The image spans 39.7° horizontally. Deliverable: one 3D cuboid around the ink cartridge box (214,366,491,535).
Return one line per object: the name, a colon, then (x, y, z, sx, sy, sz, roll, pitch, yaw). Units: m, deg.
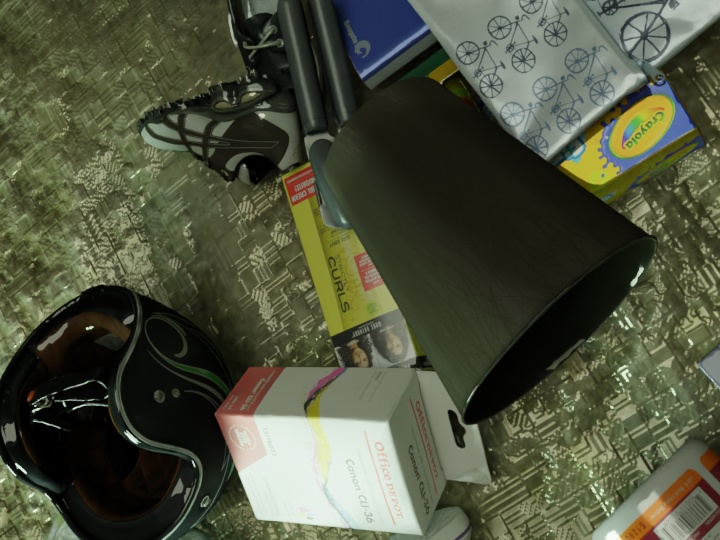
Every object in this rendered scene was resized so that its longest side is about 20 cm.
ink cartridge box: (-0.005, 0.143, 0.802, 0.198, 0.068, 0.118, -3, 120, 27)

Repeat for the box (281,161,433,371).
box: (0.000, 0.000, 0.850, 0.075, 0.050, 0.202, -22, 77, 23)

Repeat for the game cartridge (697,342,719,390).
game cartridge: (0.349, 0.102, 0.695, 0.130, 0.038, 0.200, -44, 71, 11)

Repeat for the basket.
basket: (0.075, -0.029, 0.698, 0.201, 0.135, 0.181, 51, 119, 23)

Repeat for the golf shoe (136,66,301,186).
golf shoe: (-0.129, -0.115, 0.893, 0.199, 0.077, 0.096, -4, 107, 47)

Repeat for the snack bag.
snack bag: (0.155, -0.205, 0.732, 0.199, 0.021, 0.190, -38, 71, 15)

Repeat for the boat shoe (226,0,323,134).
boat shoe: (-0.087, -0.220, 0.899, 0.075, 0.060, 0.202, -21, 78, 22)

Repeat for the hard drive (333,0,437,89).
hard drive: (0.060, -0.259, 0.832, 0.199, 0.025, 0.133, -34, 59, 15)

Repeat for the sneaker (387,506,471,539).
sneaker: (0.038, 0.289, 0.815, 0.200, 0.073, 0.114, -45, 90, 10)

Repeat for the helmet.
helmet: (-0.194, 0.131, 0.855, 0.198, 0.191, 0.201, -21, 38, 17)

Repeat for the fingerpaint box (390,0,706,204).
fingerpaint box: (0.138, -0.118, 0.783, 0.199, 0.073, 0.168, -32, 74, 20)

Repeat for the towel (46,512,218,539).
towel: (-0.220, 0.296, 0.902, 0.198, 0.048, 0.173, 17, 78, 31)

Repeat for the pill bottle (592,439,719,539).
pill bottle: (0.264, 0.223, 0.682, 0.110, 0.109, 0.200, -48, 69, 14)

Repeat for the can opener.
can opener: (-0.024, -0.132, 0.805, 0.053, 0.067, 0.203, -13, 87, -5)
